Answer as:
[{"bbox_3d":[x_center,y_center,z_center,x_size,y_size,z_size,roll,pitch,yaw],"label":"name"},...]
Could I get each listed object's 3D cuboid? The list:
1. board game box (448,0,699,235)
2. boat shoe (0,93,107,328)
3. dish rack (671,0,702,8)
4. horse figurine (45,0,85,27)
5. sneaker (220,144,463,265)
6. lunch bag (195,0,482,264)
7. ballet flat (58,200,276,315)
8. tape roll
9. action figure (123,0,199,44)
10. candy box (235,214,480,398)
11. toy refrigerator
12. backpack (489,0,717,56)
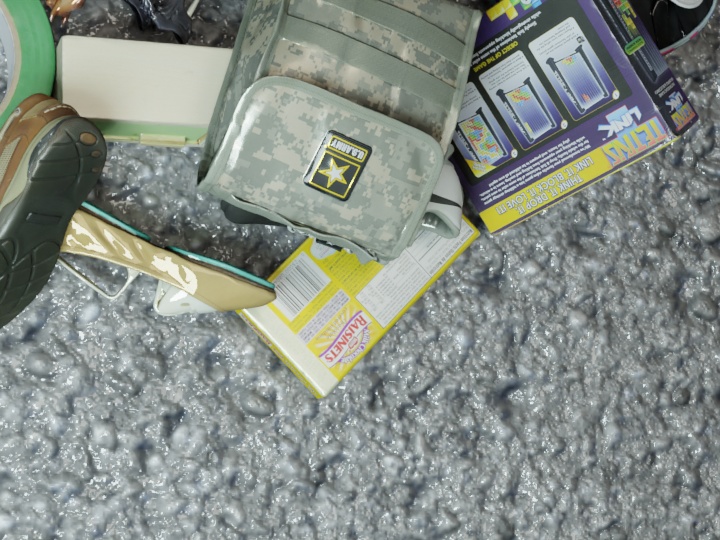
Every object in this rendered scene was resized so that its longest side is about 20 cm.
[{"bbox_3d":[0.148,-0.144,1.107,0.166,0.199,0.057,57,42,-5],"label":"board game box"},{"bbox_3d":[-0.258,-0.038,0.986,0.074,0.076,0.200,43,105,30],"label":"boat shoe"},{"bbox_3d":[0.243,-0.331,1.106,0.171,0.043,0.201,29,60,-25],"label":"dish rack"},{"bbox_3d":[-0.180,-0.293,1.048,0.199,0.050,0.133,-31,58,1],"label":"horse figurine"},{"bbox_3d":[-0.009,-0.046,1.075,0.199,0.074,0.089,-9,73,-14],"label":"sneaker"},{"bbox_3d":[-0.018,-0.120,0.997,0.163,0.117,0.201,20,73,-20],"label":"lunch bag"},{"bbox_3d":[-0.164,0.000,1.047,0.199,0.069,0.063,24,87,-7],"label":"ballet flat"},{"bbox_3d":[-0.331,-0.158,1.011,0.199,0.048,0.202,3,81,-20],"label":"tape roll"},{"bbox_3d":[-0.096,-0.264,1.078,0.199,0.119,0.102,-32,131,-14],"label":"action figure"},{"bbox_3d":[0.000,0.000,1.122,0.102,0.026,0.200,47,70,-6],"label":"candy box"},{"bbox_3d":[-0.139,-0.133,1.064,0.199,0.076,0.071,1,82,-21],"label":"toy refrigerator"},{"bbox_3d":[0.201,-0.259,1.166,0.177,0.151,0.201,-33,85,-25],"label":"backpack"}]
